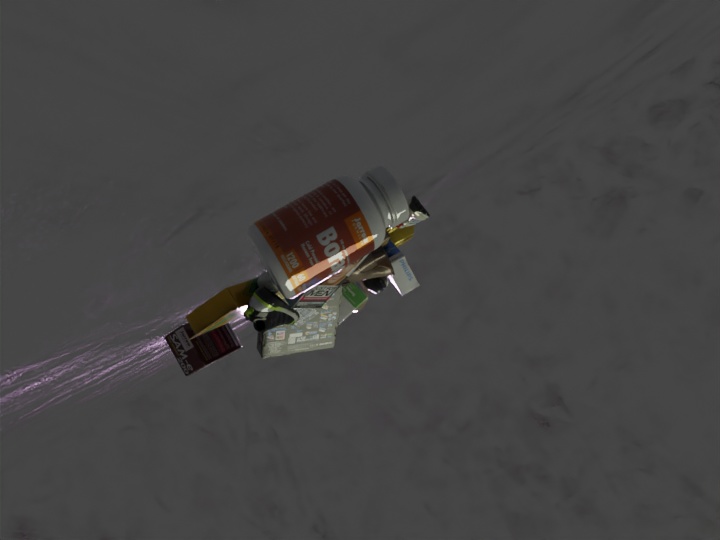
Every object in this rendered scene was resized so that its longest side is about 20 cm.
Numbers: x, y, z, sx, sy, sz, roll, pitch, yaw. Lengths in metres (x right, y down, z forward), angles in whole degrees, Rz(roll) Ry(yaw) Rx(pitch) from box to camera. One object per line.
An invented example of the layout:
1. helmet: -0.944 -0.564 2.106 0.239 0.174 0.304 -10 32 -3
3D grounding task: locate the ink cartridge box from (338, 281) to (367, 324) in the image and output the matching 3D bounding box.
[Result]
1. ink cartridge box: -0.085 0.097 1.497 0.200 0.084 0.146 -42 -168 3

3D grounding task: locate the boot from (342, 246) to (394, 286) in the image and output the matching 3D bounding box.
1. boot: 0.000 0.000 1.293 0.146 0.070 0.200 -27 162 5

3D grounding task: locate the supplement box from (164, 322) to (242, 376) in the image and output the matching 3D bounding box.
1. supplement box: -0.376 0.175 1.316 0.061 0.109 0.200 -31 177 12

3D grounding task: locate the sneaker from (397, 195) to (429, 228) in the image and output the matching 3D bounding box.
1. sneaker: 0.132 -0.147 1.471 0.093 0.070 0.200 -38 179 10

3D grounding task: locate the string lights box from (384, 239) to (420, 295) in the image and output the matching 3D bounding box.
1. string lights box: 0.090 -0.021 1.503 0.059 0.103 0.200 -30 -156 -1

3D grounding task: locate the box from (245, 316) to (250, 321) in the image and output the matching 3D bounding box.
1. box: -0.249 0.137 1.686 0.200 0.051 0.158 3 172 -4

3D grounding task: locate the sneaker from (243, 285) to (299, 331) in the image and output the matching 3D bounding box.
1. sneaker: -0.197 0.091 1.150 0.083 0.072 0.200 -51 159 -6

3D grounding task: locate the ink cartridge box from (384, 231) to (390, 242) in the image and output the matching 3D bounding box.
1. ink cartridge box: -0.014 -0.061 1.391 0.165 0.075 0.200 -33 177 -1

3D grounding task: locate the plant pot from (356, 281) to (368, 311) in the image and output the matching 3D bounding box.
1. plant pot: -0.109 0.061 1.788 0.200 0.188 0.187 -9 163 -41

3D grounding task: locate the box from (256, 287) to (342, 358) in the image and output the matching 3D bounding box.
1. box: -0.150 0.111 1.340 0.200 0.199 0.050 -5 -152 -26

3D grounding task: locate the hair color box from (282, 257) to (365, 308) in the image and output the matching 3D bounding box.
1. hair color box: -0.068 -0.008 1.120 0.200 0.061 0.099 -49 154 23

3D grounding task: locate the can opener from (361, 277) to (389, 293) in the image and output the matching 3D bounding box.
1. can opener: 0.002 -0.009 1.500 0.066 0.200 0.053 -20 131 -36

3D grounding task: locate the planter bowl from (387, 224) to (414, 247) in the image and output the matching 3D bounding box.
1. planter bowl: 0.102 -0.114 1.650 0.200 0.084 0.200 -31 177 -2

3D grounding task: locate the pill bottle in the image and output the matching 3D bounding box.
1. pill bottle: -0.040 -0.057 0.724 0.200 0.112 0.112 -31 178 -11

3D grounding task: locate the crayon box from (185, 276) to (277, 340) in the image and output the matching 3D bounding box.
1. crayon box: -0.279 0.074 1.156 0.126 0.052 0.200 -32 178 20

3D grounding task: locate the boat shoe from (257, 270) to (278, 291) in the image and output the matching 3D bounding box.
1. boat shoe: -0.158 0.012 1.230 0.068 0.072 0.200 -18 -175 28
